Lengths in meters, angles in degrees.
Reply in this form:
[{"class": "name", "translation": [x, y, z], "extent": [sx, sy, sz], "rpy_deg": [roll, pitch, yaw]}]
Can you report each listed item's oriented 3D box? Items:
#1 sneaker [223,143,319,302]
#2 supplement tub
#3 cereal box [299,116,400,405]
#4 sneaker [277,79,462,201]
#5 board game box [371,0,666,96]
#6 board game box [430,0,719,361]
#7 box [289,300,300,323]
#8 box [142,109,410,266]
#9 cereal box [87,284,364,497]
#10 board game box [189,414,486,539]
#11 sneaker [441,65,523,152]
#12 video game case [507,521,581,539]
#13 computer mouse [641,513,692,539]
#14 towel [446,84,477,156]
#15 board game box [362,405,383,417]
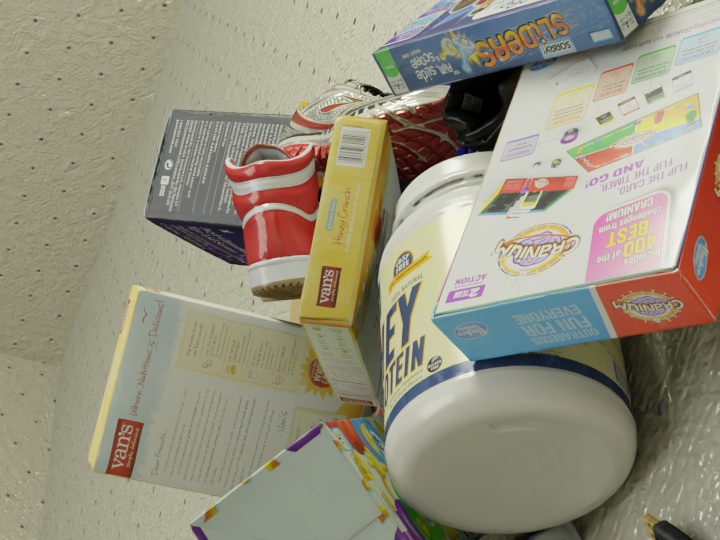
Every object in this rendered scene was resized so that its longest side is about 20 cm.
[{"class": "sneaker", "translation": [-0.056, -0.035, 1.110], "extent": [0.200, 0.071, 0.113], "rpy_deg": [65, -165, -85]}, {"class": "supplement tub", "translation": [0.084, 0.041, 0.881], "extent": [0.145, 0.144, 0.201], "rpy_deg": [121, 157, -43]}, {"class": "cereal box", "translation": [0.000, 0.000, 1.016], "extent": [0.200, 0.039, 0.145], "rpy_deg": [70, -153, -70]}, {"class": "sneaker", "translation": [0.004, -0.114, 1.102], "extent": [0.199, 0.078, 0.083], "rpy_deg": [-8, 58, 46]}, {"class": "board game box", "translation": [0.116, -0.170, 0.899], "extent": [0.135, 0.035, 0.200], "rpy_deg": [-41, 21, -31]}, {"class": "board game box", "translation": [0.133, -0.052, 0.777], "extent": [0.153, 0.040, 0.201], "rpy_deg": [-12, 43, 42]}, {"class": "box", "translation": [-0.045, 0.074, 1.482], "extent": [0.164, 0.021, 0.201], "rpy_deg": [127, 151, -52]}, {"class": "box", "translation": [-0.061, -0.065, 1.273], "extent": [0.199, 0.148, 0.105], "rpy_deg": [6, 77, 31]}, {"class": "cereal box", "translation": [-0.098, 0.103, 1.128], "extent": [0.040, 0.199, 0.145], "rpy_deg": [-160, 85, -73]}, {"class": "board game box", "translation": [-0.006, 0.161, 0.912], "extent": [0.105, 0.103, 0.200], "rpy_deg": [-38, -12, 10]}, {"class": "sneaker", "translation": [0.100, -0.103, 1.002], "extent": [0.200, 0.111, 0.077], "rpy_deg": [152, 130, -68]}, {"class": "video game case", "translation": [0.026, 0.227, 0.912], "extent": [0.024, 0.182, 0.200], "rpy_deg": [57, 150, 8]}, {"class": "computer mouse", "translation": [0.126, 0.194, 0.788], "extent": [0.200, 0.046, 0.141], "rpy_deg": [-155, 78, -73]}, {"class": "towel", "translation": [0.073, -0.088, 1.168], "extent": [0.148, 0.049, 0.201], "rpy_deg": [91, -177, -63]}, {"class": "board game box", "translation": [0.036, 0.112, 1.131], "extent": [0.200, 0.040, 0.154], "rpy_deg": [135, 145, -60]}]
